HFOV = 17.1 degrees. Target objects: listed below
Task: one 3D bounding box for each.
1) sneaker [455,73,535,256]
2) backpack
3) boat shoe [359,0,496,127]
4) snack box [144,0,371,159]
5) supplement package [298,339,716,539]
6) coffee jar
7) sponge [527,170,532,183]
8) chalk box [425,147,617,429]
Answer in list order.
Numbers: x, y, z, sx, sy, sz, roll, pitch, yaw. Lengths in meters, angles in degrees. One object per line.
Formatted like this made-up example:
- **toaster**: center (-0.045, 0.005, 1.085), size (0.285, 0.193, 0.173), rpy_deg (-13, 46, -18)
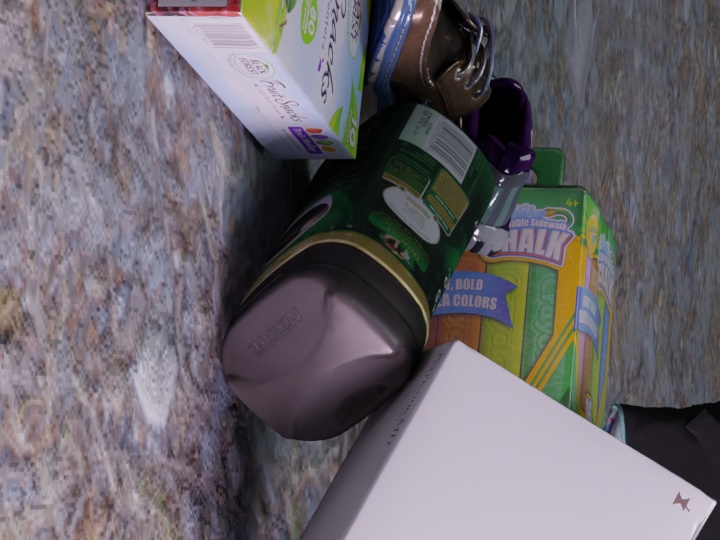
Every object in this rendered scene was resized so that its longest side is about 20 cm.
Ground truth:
- **sneaker**: center (0.080, -0.098, 1.463), size (0.200, 0.074, 0.088), rpy_deg (-95, -152, -51)
- **backpack**: center (0.173, 0.186, 1.471), size (0.200, 0.153, 0.176), rpy_deg (78, 7, -67)
- **boat shoe**: center (0.038, -0.122, 1.321), size (0.200, 0.072, 0.072), rpy_deg (103, -5, -75)
- **snack box**: center (-0.042, -0.153, 1.175), size (0.200, 0.053, 0.143), rpy_deg (50, 45, -67)
- **supplement package**: center (0.049, 0.160, 1.175), size (0.200, 0.156, 0.111), rpy_deg (-60, -172, -13)
- **coffee jar**: center (0.000, 0.000, 1.241), size (0.085, 0.104, 0.200), rpy_deg (43, 33, -10)
- **sponge**: center (0.098, -0.011, 1.714), size (0.112, 0.030, 0.201), rpy_deg (-22, 114, -72)
- **chalk box**: center (0.093, 0.013, 1.533), size (0.124, 0.124, 0.201), rpy_deg (45, 48, -68)
